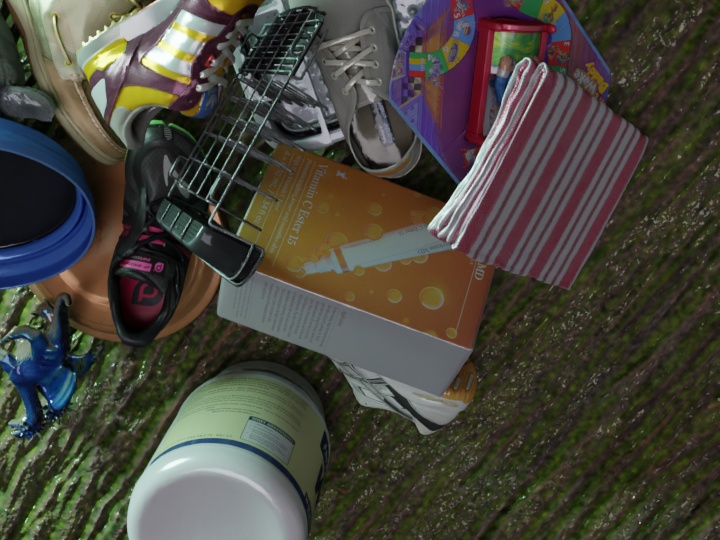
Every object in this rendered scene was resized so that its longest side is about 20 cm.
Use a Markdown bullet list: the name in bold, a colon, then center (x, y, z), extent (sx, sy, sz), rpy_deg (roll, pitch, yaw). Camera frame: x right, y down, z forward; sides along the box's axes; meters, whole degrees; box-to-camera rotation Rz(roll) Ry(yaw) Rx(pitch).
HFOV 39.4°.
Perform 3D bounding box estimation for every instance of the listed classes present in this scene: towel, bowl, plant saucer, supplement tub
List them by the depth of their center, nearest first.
- **towel**: center (0.144, -0.067, 0.773), extent (0.030, 0.200, 0.146), rpy_deg (35, 102, 38)
- **bowl**: center (-0.315, -0.052, 0.807), extent (0.200, 0.039, 0.201), rpy_deg (-7, 148, -5)
- **supplement tub**: center (-0.104, 0.174, 0.870), extent (0.145, 0.200, 0.145), rpy_deg (2, 110, 6)
- **plant saucer**: center (-0.218, -0.027, 0.900), extent (0.200, 0.032, 0.201), rpy_deg (2, 111, 5)

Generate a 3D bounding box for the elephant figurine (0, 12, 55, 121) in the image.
- **elephant figurine**: center (-0.356, -0.145, 0.826), extent (0.200, 0.141, 0.155), rpy_deg (-40, 61, 51)

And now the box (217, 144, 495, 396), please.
- **box**: center (0.000, 0.000, 0.820), extent (0.200, 0.124, 0.098), rpy_deg (20, 149, -1)

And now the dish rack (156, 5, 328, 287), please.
- **dish rack**: center (-0.079, -0.098, 0.737), extent (0.055, 0.153, 0.200), rpy_deg (29, 90, -26)

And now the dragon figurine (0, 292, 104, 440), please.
- **dragon figurine**: center (-0.275, 0.084, 0.913), extent (0.099, 0.059, 0.200), rpy_deg (44, 126, -13)

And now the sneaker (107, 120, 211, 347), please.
- **sneaker**: center (-0.166, -0.025, 0.830), extent (0.077, 0.084, 0.200), rpy_deg (6, 113, -10)

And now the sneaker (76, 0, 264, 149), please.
- **sneaker**: center (-0.111, -0.163, 0.729), extent (0.200, 0.075, 0.090), rpy_deg (-26, 89, 28)

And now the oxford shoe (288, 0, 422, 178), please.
- **oxford shoe**: center (-0.003, -0.161, 0.769), extent (0.075, 0.058, 0.200), rpy_deg (-18, 106, 13)

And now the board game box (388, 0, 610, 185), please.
- **board game box**: center (0.121, -0.136, 0.769), extent (0.158, 0.039, 0.200), rpy_deg (-46, 122, -3)

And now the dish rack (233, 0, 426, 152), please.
- **dish rack**: center (-0.006, -0.199, 0.808), extent (0.200, 0.044, 0.172), rpy_deg (-17, 106, 12)

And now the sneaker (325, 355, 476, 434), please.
- **sneaker**: center (0.001, 0.080, 0.893), extent (0.200, 0.076, 0.088), rpy_deg (33, 133, 6)

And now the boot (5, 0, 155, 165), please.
- **boot**: center (-0.189, -0.200, 0.810), extent (0.155, 0.073, 0.200), rpy_deg (-21, 95, 13)
